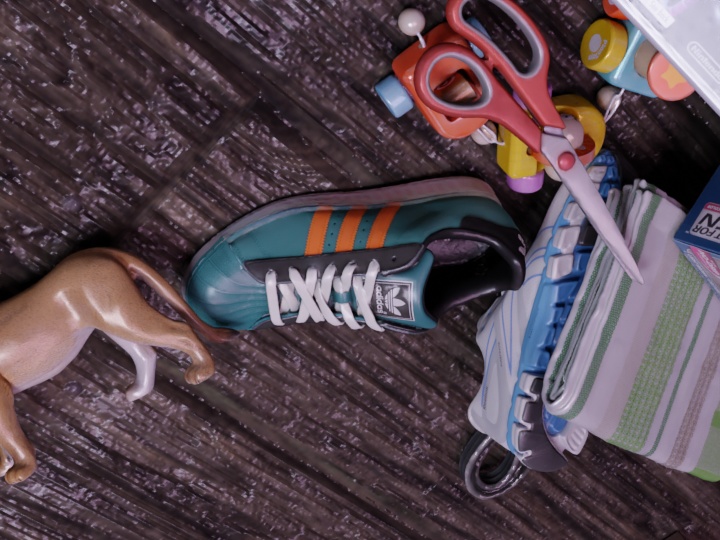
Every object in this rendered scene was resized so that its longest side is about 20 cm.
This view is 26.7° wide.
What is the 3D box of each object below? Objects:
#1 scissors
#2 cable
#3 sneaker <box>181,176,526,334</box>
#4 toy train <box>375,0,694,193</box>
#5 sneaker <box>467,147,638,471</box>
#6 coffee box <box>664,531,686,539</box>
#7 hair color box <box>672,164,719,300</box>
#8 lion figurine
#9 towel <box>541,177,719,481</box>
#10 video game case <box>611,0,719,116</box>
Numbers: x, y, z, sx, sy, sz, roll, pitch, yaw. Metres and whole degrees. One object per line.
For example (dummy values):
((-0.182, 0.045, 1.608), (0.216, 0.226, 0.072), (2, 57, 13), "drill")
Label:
((0.111, -0.074, 0.837), (0.200, 0.014, 0.073), (38, 88, -21), "scissors")
((0.132, 0.073, 0.998), (0.200, 0.050, 0.097), (-48, 127, 8), "cable")
((0.000, 0.000, 0.867), (0.199, 0.080, 0.072), (-15, 126, -12), "sneaker")
((0.117, -0.116, 0.861), (0.200, 0.056, 0.150), (-33, 130, -1), "toy train")
((0.112, 0.017, 0.942), (0.075, 0.087, 0.201), (20, 88, -37), "sneaker")
((0.268, 0.316, 1.189), (0.080, 0.114, 0.200), (-31, 128, -2), "coffee box")
((0.282, -0.067, 0.926), (0.100, 0.060, 0.200), (43, 76, -40), "hair color box")
((-0.175, 0.036, 0.820), (0.200, 0.072, 0.123), (-30, 102, -16), "lion figurine")
((0.193, 0.044, 0.950), (0.200, 0.031, 0.150), (27, 84, -46), "towel")
((0.185, -0.191, 0.717), (0.200, 0.023, 0.182), (46, 115, -4), "video game case")
